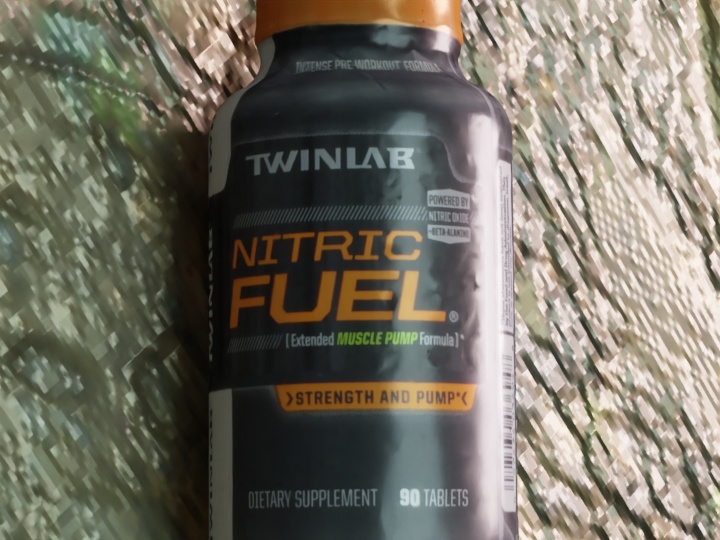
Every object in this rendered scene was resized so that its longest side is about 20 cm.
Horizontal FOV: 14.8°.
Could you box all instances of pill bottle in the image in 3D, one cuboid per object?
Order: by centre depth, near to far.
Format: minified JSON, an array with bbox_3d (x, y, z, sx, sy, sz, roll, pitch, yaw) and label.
[{"bbox_3d":[0.000,0.000,0.937,0.106,0.106,0.201,4,82,-38],"label":"pill bottle"}]
